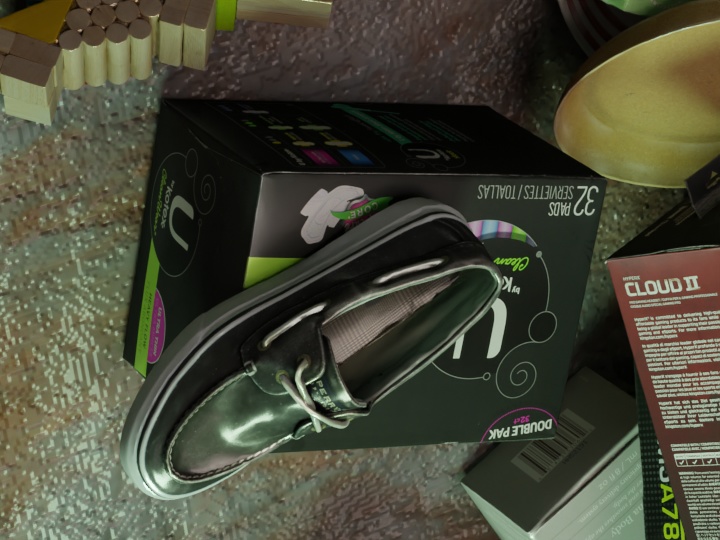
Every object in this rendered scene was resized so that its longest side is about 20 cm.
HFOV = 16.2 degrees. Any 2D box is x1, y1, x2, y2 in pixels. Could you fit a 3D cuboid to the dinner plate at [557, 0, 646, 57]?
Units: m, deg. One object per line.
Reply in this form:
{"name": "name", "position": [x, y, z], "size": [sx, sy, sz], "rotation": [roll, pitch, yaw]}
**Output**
{"name": "dinner plate", "position": [0.183, -0.193, 1.358], "size": [0.199, 0.024, 0.201], "rotation": [-12, 117, -24]}

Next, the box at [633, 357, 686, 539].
{"name": "box", "position": [0.226, 0.139, 1.422], "size": [0.200, 0.047, 0.194], "rotation": [3, 80, -53]}

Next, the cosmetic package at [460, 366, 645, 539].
{"name": "cosmetic package", "position": [0.157, 0.165, 1.465], "size": [0.107, 0.090, 0.200], "rotation": [-43, 122, -9]}

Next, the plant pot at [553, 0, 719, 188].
{"name": "plant pot", "position": [0.198, -0.097, 1.322], "size": [0.199, 0.200, 0.028], "rotation": [9, 63, -32]}

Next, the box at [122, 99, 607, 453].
{"name": "box", "position": [0.000, 0.000, 1.280], "size": [0.199, 0.124, 0.149], "rotation": [-1, 111, -30]}

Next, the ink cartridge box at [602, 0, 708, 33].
{"name": "ink cartridge box", "position": [0.194, -0.225, 1.294], "size": [0.117, 0.067, 0.201], "rotation": [9, 107, -32]}

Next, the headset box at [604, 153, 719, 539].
{"name": "headset box", "position": [0.213, 0.037, 1.323], "size": [0.149, 0.077, 0.201], "rotation": [-35, 111, -49]}

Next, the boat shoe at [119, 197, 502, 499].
{"name": "boat shoe", "position": [-0.023, 0.040, 1.165], "size": [0.200, 0.071, 0.072], "rotation": [-40, 124, -6]}

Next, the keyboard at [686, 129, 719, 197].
{"name": "keyboard", "position": [0.250, -0.086, 1.412], "size": [0.104, 0.040, 0.201], "rotation": [-1, 122, -31]}

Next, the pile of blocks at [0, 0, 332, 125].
{"name": "pile of blocks", "position": [-0.102, -0.129, 1.216], "size": [0.199, 0.082, 0.062], "rotation": [-18, 162, -11]}
